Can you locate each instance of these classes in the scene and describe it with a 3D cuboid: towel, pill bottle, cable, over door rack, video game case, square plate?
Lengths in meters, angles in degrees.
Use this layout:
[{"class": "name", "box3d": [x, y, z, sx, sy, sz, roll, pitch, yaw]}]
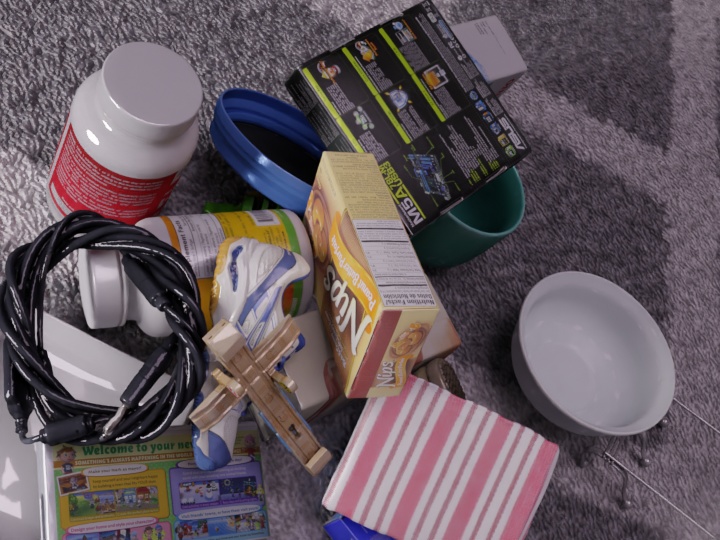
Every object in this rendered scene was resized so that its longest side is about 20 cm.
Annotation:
[{"class": "towel", "box3d": [0.078, 0.190, 0.839, 0.200, 0.030, 0.147, 27, 85, -13]}, {"class": "pill bottle", "box3d": [-0.214, -0.112, 0.815, 0.112, 0.200, 0.112, 13, 59, -23]}, {"class": "cable", "box3d": [-0.206, 0.039, 0.719, 0.163, 0.051, 0.200, -8, 69, 2]}, {"class": "over door rack", "box3d": [0.366, 0.223, 1.037, 0.200, 0.067, 0.148, 30, 51, 14]}, {"class": "pill bottle", "box3d": [-0.154, 0.003, 0.839, 0.200, 0.111, 0.111, -6, 68, -25]}, {"class": "video game case", "box3d": [-0.164, 0.222, 0.748, 0.200, 0.022, 0.182, 4, 69, -38]}, {"class": "square plate", "box3d": [-0.263, 0.144, 0.758, 0.200, 0.028, 0.198, 29, 54, -13]}]

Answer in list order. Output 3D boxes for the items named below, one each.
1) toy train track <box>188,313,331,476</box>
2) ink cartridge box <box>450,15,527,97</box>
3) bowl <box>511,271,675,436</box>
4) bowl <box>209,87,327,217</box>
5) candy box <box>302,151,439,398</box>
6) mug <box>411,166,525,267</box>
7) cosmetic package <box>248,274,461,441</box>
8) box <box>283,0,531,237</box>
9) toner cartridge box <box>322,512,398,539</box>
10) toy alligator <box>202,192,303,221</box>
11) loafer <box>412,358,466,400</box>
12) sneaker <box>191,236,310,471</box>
[{"class": "toy train track", "box3d": [-0.067, 0.114, 0.741, 0.115, 0.033, 0.200, -46, 135, -18]}, {"class": "ink cartridge box", "box3d": [0.079, -0.215, 1.071, 0.200, 0.145, 0.084, -24, 80, -37]}, {"class": "bowl", "box3d": [0.248, 0.107, 1.022, 0.201, 0.090, 0.201, 12, 57, -18]}, {"class": "bowl", "box3d": [-0.068, -0.118, 0.950, 0.200, 0.039, 0.201, 30, 24, -14]}, {"class": "candy box", "box3d": [0.000, 0.000, 0.802, 0.055, 0.116, 0.200, -1, 46, -22]}, {"class": "mug", "box3d": [0.080, -0.081, 1.011, 0.185, 0.114, 0.152, 5, 63, -35]}, {"class": "cosmetic package", "box3d": [-0.013, 0.084, 0.887, 0.200, 0.103, 0.087, -17, 73, -34]}, {"class": "box", "box3d": [0.053, -0.155, 0.916, 0.193, 0.048, 0.200, -36, 92, -28]}, {"class": "toner cartridge box", "box3d": [0.064, 0.289, 0.856, 0.095, 0.043, 0.200, -36, 85, -38]}, {"class": "toy alligator", "box3d": [-0.067, -0.038, 0.950, 0.200, 0.054, 0.059, 23, 56, -17]}, {"class": "loafer", "box3d": [0.089, 0.184, 0.902, 0.200, 0.068, 0.076, 69, 20, -9]}, {"class": "sneaker", "box3d": [-0.092, 0.074, 0.761, 0.088, 0.075, 0.200, 10, 90, -10]}]
